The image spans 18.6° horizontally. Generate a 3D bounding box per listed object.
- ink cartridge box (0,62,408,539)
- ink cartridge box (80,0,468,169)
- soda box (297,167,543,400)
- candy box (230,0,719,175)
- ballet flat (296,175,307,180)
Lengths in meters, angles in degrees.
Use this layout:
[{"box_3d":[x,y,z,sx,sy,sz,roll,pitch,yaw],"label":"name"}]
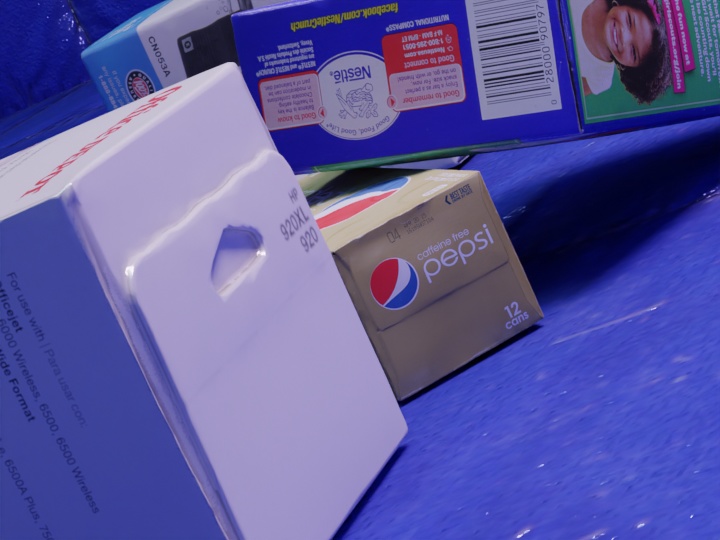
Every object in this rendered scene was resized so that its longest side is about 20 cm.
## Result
[{"box_3d":[-0.114,0.047,0.721,0.199,0.146,0.147,-21,12,24],"label":"ink cartridge box"},{"box_3d":[-0.039,-0.107,1.276,0.199,0.146,0.084,-19,13,31],"label":"ink cartridge box"},{"box_3d":[0.000,0.000,0.902,0.067,0.064,0.200,-28,12,-14],"label":"soda box"},{"box_3d":[0.074,-0.092,0.936,0.168,0.078,0.199,-5,6,40],"label":"candy box"},{"box_3d":[-0.064,-0.023,1.140,0.067,0.071,0.200,-19,13,34],"label":"ballet flat"}]
